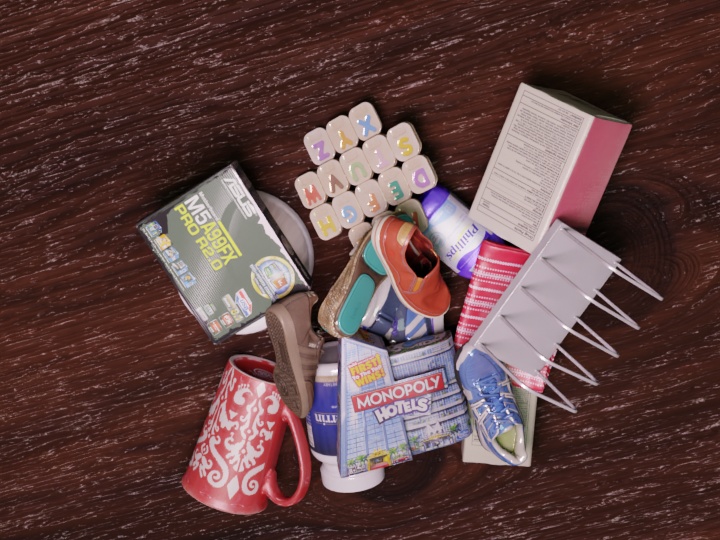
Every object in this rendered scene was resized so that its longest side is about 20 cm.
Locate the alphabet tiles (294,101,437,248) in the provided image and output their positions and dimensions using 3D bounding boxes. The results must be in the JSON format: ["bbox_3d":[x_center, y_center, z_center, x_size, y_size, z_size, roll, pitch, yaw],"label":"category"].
[{"bbox_3d":[0.005,-0.123,1.699,0.199,0.015,0.196,-25,90,26],"label":"alphabet tiles"}]

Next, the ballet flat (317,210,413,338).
[{"bbox_3d":[0.000,0.000,1.650,0.071,0.065,0.200,48,64,-33],"label":"ballet flat"}]

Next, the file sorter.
[{"bbox_3d":[0.271,0.066,1.592,0.138,0.125,0.200,26,104,-39],"label":"file sorter"}]

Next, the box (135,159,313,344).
[{"bbox_3d":[-0.183,-0.023,1.658,0.160,0.044,0.201,-29,102,11],"label":"box"}]

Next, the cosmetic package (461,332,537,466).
[{"bbox_3d":[0.203,0.176,1.777,0.104,0.071,0.201,5,106,2],"label":"cosmetic package"}]

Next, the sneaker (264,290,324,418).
[{"bbox_3d":[-0.076,0.116,1.672,0.075,0.070,0.201,-30,136,-26],"label":"sneaker"}]

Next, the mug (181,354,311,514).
[{"bbox_3d":[-0.150,0.241,1.795,0.177,0.133,0.201,16,102,-8],"label":"mug"}]

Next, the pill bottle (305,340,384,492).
[{"bbox_3d":[-0.022,0.212,1.779,0.115,0.116,0.201,-6,106,5],"label":"pill bottle"}]

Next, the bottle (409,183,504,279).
[{"bbox_3d":[0.156,-0.033,1.724,0.200,0.065,0.084,40,103,-7],"label":"bottle"}]

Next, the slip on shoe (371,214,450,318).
[{"bbox_3d":[0.079,0.001,1.645,0.061,0.074,0.200,12,150,36],"label":"slip on shoe"}]

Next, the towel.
[{"bbox_3d":[0.212,0.064,1.697,0.144,0.022,0.201,14,106,0],"label":"towel"}]

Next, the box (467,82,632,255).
[{"bbox_3d":[0.253,-0.133,1.643,0.128,0.109,0.201,34,111,36],"label":"box"}]

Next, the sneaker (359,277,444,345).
[{"bbox_3d":[0.042,0.093,1.742,0.146,0.081,0.201,-3,97,-16],"label":"sneaker"}]

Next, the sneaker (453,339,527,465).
[{"bbox_3d":[0.187,0.179,1.675,0.075,0.077,0.201,-28,118,-9],"label":"sneaker"}]

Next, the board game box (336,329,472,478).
[{"bbox_3d":[0.043,0.160,1.682,0.199,0.062,0.201,-15,106,-3],"label":"board game box"}]

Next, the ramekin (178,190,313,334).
[{"bbox_3d":[-0.169,-0.008,1.736,0.199,0.098,0.202,1,106,3],"label":"ramekin"}]
